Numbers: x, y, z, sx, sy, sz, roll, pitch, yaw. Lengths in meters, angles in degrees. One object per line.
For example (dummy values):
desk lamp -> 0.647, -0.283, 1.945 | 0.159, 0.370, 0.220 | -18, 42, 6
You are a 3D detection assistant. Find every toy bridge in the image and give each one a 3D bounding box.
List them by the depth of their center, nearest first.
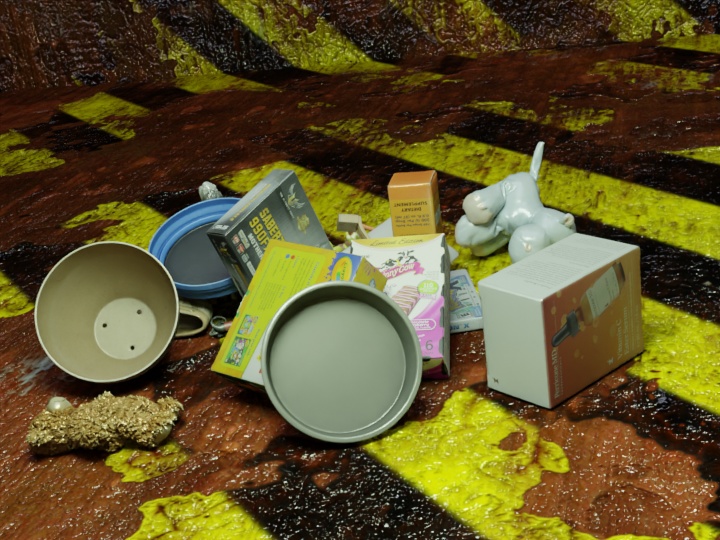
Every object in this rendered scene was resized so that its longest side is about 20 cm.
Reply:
toy bridge -> 0.000, 0.000, 1.767 | 0.067, 0.027, 0.200 | 3, 51, -8

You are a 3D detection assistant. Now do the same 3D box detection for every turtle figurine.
turtle figurine -> -0.072, -0.026, 1.927 | 0.200, 0.065, 0.161 | -14, -2, -25

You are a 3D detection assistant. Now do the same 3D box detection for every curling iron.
curling iron -> -0.138, 0.066, 1.820 | 0.200, 0.026, 0.050 | -14, 19, -15

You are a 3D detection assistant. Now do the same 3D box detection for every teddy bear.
teddy bear -> -0.326, 0.189, 1.516 | 0.200, 0.067, 0.145 | 0, 20, 18

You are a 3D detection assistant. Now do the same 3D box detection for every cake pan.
cake pan -> -0.024, 0.113, 1.460 | 0.200, 0.201, 0.037 | -12, -11, -11

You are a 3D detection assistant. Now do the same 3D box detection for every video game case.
video game case -> 0.087, 0.053, 1.779 | 0.182, 0.022, 0.200 | -9, 21, -2

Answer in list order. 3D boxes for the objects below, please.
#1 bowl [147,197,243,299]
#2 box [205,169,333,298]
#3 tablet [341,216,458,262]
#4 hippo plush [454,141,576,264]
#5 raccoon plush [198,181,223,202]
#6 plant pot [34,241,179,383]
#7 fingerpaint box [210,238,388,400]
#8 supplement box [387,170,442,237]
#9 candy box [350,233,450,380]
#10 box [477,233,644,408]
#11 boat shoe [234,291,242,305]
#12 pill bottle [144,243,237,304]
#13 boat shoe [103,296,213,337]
bowl -> -0.225, -0.034, 1.827 | 0.200, 0.039, 0.201 | -7, 43, 7
box -> -0.121, -0.024, 1.754 | 0.048, 0.200, 0.158 | 10, 45, 44
tablet -> 0.060, -0.023, 1.859 | 0.130, 0.014, 0.200 | 33, 35, 16
hippo plush -> 0.269, -0.065, 1.911 | 0.200, 0.159, 0.161 | -34, 61, -22
raccoon plush -> -0.179, -0.082, 2.031 | 0.134, 0.200, 0.097 | -16, -11, -24
plant pot -> -0.352, 0.072, 1.705 | 0.200, 0.201, 0.134 | -9, -14, -2
fingerpaint box -> -0.080, 0.072, 1.564 | 0.167, 0.073, 0.200 | 10, 70, 37
supplement box -> 0.085, -0.039, 1.708 | 0.066, 0.200, 0.069 | -4, 23, 12
candy box -> 0.052, 0.050, 1.608 | 0.136, 0.061, 0.200 | -4, 55, 10
box -> 0.260, 0.060, 1.514 | 0.200, 0.153, 0.106 | -25, 27, -36
boat shoe -> -0.099, 0.031, 1.872 | 0.200, 0.073, 0.063 | -6, 55, -14
pill bottle -> -0.262, 0.005, 1.911 | 0.200, 0.109, 0.109 | -11, 21, -6
boat shoe -> -0.329, 0.072, 1.814 | 0.200, 0.071, 0.065 | -5, 20, 4
